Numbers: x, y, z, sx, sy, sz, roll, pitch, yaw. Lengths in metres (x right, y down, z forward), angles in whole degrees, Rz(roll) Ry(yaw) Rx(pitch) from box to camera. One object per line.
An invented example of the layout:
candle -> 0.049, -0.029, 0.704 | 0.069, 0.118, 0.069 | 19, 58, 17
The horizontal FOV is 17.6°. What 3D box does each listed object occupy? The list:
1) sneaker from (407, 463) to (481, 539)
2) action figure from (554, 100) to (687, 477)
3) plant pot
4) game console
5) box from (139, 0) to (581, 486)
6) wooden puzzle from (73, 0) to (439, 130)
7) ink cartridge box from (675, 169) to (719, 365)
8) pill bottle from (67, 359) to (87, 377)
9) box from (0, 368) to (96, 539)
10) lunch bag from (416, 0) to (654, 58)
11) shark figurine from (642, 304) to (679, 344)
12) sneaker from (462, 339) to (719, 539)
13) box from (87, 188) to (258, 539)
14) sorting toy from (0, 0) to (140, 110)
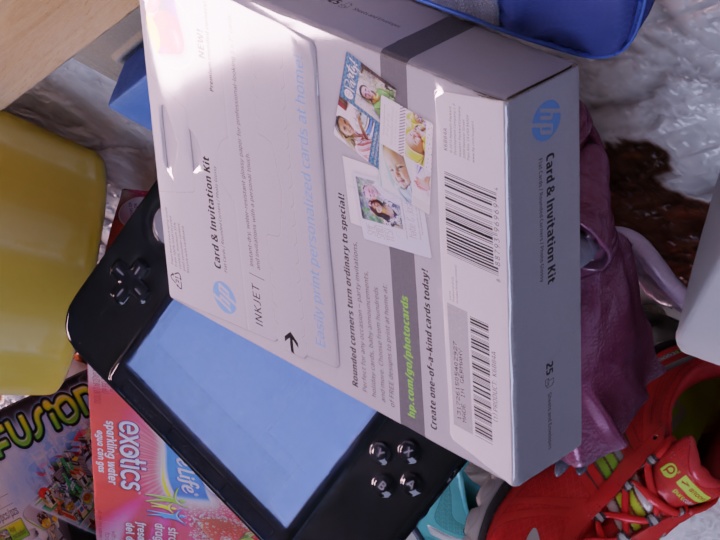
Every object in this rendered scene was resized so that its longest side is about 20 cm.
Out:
sneaker -> 0.023, 0.101, 1.342 | 0.079, 0.078, 0.200 | -25, 128, 19
action figure -> 0.091, -0.014, 0.994 | 0.134, 0.148, 0.201 | 37, 149, 44
plant pot -> -0.235, -0.018, 1.190 | 0.188, 0.202, 0.201 | 12, 156, -14
game console -> -0.048, 0.025, 1.008 | 0.200, 0.171, 0.118 | 43, -163, 20
box -> -0.003, -0.028, 0.869 | 0.199, 0.041, 0.157 | 25, 130, 40
wooden puzzle -> -0.040, -0.088, 1.052 | 0.199, 0.047, 0.185 | 33, 152, -18
ink cartridge box -> 0.216, -0.047, 0.817 | 0.146, 0.145, 0.200 | 20, 154, 3
pill bottle -> -0.122, 0.144, 1.464 | 0.199, 0.113, 0.112 | 25, 153, -5
box -> -0.159, 0.119, 1.324 | 0.035, 0.200, 0.111 | -32, 87, 36
lunch bag -> 0.054, -0.167, 0.738 | 0.135, 0.133, 0.200 | 17, 153, 10
shark figurine -> 0.101, 0.084, 1.214 | 0.127, 0.090, 0.215 | 18, 151, 12
sneaker -> 0.118, 0.098, 1.048 | 0.085, 0.200, 0.077 | -10, 124, 53
box -> -0.089, 0.064, 1.240 | 0.095, 0.100, 0.201 | 7, 136, 3
sorting toy -> -0.184, -0.174, 0.978 | 0.198, 0.070, 0.200 | 34, 151, -20
